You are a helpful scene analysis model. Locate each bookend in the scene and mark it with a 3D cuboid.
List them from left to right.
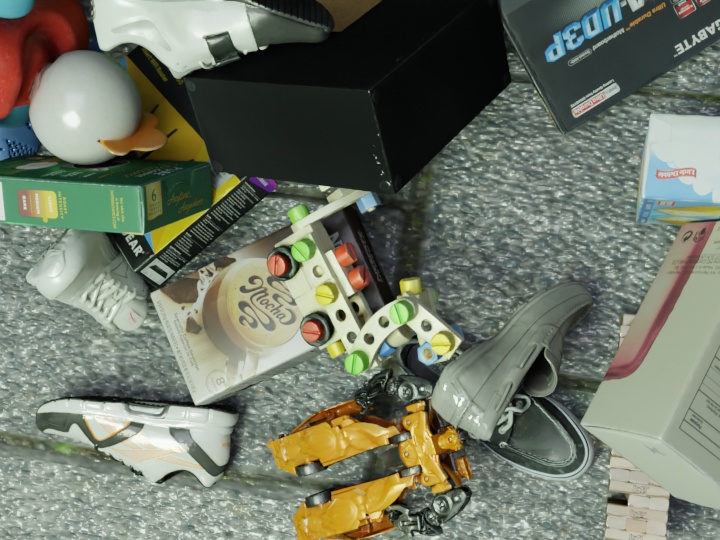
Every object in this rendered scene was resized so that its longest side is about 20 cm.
[{"bbox_3d":[-0.008,-0.162,1.054,0.198,0.199,0.093,9,129,35],"label":"bookend"}]

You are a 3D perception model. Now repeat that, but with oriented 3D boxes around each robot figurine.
[{"bbox_3d":[0.013,0.168,1.085,0.198,0.058,0.147,-22,82,32],"label":"robot figurine"}]

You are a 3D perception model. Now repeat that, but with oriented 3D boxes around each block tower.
[{"bbox_3d":[0.246,0.132,1.075,0.057,0.054,0.203,6,87,11],"label":"block tower"}]

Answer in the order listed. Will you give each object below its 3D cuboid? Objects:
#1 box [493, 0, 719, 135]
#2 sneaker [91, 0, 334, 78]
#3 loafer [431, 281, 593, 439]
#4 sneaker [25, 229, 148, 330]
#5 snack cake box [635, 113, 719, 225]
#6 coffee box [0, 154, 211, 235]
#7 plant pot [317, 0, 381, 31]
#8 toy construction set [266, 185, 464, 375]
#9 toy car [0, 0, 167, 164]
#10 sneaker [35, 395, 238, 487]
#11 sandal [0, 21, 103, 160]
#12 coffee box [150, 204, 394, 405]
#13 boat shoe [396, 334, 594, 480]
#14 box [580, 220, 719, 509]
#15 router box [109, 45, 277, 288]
[{"bbox_3d":[0.222,-0.239,1.076,0.198,0.046,0.160,-30,109,8],"label":"box"},{"bbox_3d":[-0.122,-0.200,1.014,0.197,0.074,0.089,9,120,-8],"label":"sneaker"},{"bbox_3d":[0.142,0.077,1.049,0.070,0.070,0.199,40,53,20],"label":"loafer"},{"bbox_3d":[-0.232,0.010,1.115,0.078,0.200,0.099,-44,89,3],"label":"sneaker"},{"bbox_3d":[0.287,-0.076,1.006,0.113,0.200,0.068,6,88,12],"label":"snack cake box"},{"bbox_3d":[-0.240,-0.067,1.056,0.197,0.123,0.045,4,104,20],"label":"coffee box"},{"bbox_3d":[-0.010,-0.255,1.124,0.197,0.027,0.203,-4,102,-20],"label":"plant pot"},{"bbox_3d":[0.000,0.000,1.034,0.130,0.092,0.202,-29,73,29],"label":"toy construction set"},{"bbox_3d":[-0.249,-0.159,1.059,0.198,0.177,0.185,31,121,-1],"label":"toy car"},{"bbox_3d":[-0.215,0.159,1.159,0.197,0.074,0.081,5,89,12],"label":"sneaker"},{"bbox_3d":[-0.306,-0.182,1.200,0.086,0.079,0.202,21,92,9],"label":"sandal"},{"bbox_3d":[-0.076,0.031,1.134,0.198,0.080,0.114,-26,81,9],"label":"coffee box"},{"bbox_3d":[0.118,0.119,1.094,0.199,0.068,0.074,39,94,12],"label":"boat shoe"},{"bbox_3d":[0.291,0.076,0.996,0.127,0.109,0.201,37,76,-21],"label":"box"},{"bbox_3d":[-0.189,-0.107,1.150,0.149,0.051,0.201,-39,62,3],"label":"router box"}]
